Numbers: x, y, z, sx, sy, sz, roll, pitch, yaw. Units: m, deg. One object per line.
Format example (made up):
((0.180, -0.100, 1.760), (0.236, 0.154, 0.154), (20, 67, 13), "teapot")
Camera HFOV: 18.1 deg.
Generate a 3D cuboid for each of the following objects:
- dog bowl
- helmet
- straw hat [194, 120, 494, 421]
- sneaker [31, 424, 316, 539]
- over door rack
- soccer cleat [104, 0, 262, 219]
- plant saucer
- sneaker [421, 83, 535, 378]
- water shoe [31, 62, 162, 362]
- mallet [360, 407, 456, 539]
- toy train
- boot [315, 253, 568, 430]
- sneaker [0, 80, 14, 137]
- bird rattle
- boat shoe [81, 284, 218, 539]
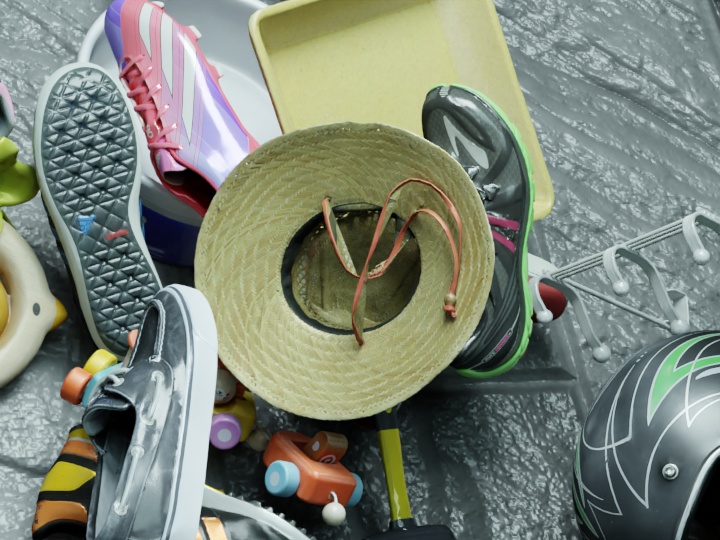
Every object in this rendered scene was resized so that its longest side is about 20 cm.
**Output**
((-0.114, -0.103, 1.613), (0.199, 0.079, 0.201), (11, 54, -15), "dog bowl")
((0.236, 0.137, 1.522), (0.189, 0.200, 0.201), (0, 56, -2), "helmet")
((0.000, 0.000, 1.465), (0.201, 0.201, 0.085), (45, 12, 12), "straw hat")
((-0.114, 0.180, 1.435), (0.199, 0.070, 0.090), (28, 66, -1), "sneaker")
((0.233, 0.016, 1.589), (0.199, 0.147, 0.067), (8, 66, -50), "over door rack")
((-0.123, -0.101, 1.520), (0.076, 0.067, 0.200), (-29, 74, -30), "soccer cleat")
((0.022, -0.104, 1.575), (0.199, 0.048, 0.201), (-21, 96, -32), "plant saucer")
((0.071, -0.028, 1.515), (0.084, 0.076, 0.201), (-3, 84, -54), "sneaker")
((-0.181, -0.036, 1.504), (0.071, 0.079, 0.201), (-10, 88, -19), "water shoe")
((0.028, 0.114, 1.509), (0.065, 0.041, 0.201), (3, 77, -25), "mallet")
((-0.090, 0.094, 1.444), (0.199, 0.056, 0.150), (16, 17, -38), "toy train")
((0.051, 0.052, 1.582), (0.199, 0.073, 0.145), (5, 56, -9), "boot")
((-0.296, -0.116, 1.513), (0.082, 0.070, 0.200), (51, 25, 7), "sneaker")
((-0.278, 0.009, 1.462), (0.200, 0.113, 0.163), (-41, 95, -34), "bird rattle")
((-0.131, 0.086, 1.338), (0.067, 0.072, 0.201), (20, 51, -22), "boat shoe")
